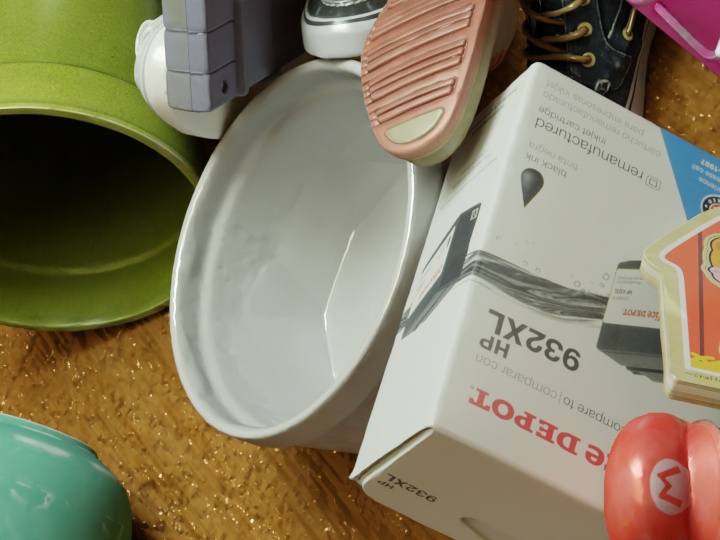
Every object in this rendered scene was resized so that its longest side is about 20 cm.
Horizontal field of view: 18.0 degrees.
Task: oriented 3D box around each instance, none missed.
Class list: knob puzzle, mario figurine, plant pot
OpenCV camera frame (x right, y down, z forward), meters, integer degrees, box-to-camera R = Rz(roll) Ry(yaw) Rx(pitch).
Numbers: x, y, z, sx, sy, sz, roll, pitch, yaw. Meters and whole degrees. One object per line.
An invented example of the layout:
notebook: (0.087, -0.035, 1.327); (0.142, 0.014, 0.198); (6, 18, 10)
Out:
knob puzzle: (0.219, 0.008, 0.979); (0.219, 0.219, 0.031); (40, 130, 41)
mario figurine: (0.189, 0.098, 0.934); (0.124, 0.199, 0.107); (51, 124, 50)
plant pot: (-0.180, -0.102, 1.340); (0.200, 0.200, 0.194); (-24, 47, 29)

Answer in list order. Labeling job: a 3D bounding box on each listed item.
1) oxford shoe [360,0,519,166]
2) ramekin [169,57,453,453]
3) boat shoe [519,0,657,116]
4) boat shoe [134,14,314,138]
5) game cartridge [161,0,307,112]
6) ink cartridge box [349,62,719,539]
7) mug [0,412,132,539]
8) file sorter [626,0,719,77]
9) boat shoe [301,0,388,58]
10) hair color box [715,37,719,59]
oxford shoe: (0.051, -0.117, 1.115); (0.070, 0.074, 0.201); (-16, 41, 29)
ramekin: (0.000, 0.000, 1.176); (0.200, 0.105, 0.202); (-24, 57, 44)
boat shoe: (0.107, -0.127, 1.173); (0.071, 0.091, 0.202); (11, 79, 40)
boat shoe: (-0.087, -0.121, 1.256); (0.068, 0.200, 0.073); (9, 109, 18)
game cartridge: (-0.048, -0.171, 1.197); (0.038, 0.200, 0.131); (11, 113, 20)
ink cartridge box: (0.099, 0.030, 1.035); (0.084, 0.144, 0.201); (-42, 25, 56)
mug: (-0.216, 0.144, 1.278); (0.184, 0.152, 0.115); (4, 71, 39)
file sorter: (0.160, -0.187, 1.061); (0.139, 0.200, 0.126); (-51, 20, 10)
boat shoe: (0.014, -0.177, 1.214); (0.073, 0.069, 0.200); (0, 29, 24)
hair color box: (0.245, -0.073, 0.969); (0.099, 0.200, 0.061); (14, 80, 40)
